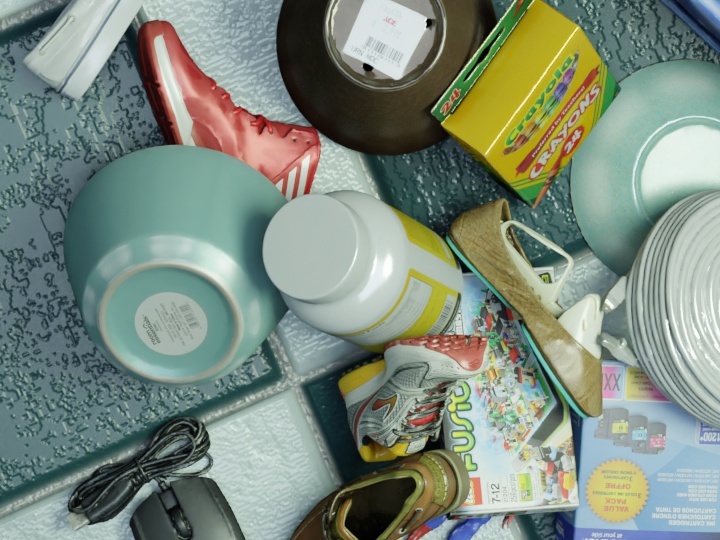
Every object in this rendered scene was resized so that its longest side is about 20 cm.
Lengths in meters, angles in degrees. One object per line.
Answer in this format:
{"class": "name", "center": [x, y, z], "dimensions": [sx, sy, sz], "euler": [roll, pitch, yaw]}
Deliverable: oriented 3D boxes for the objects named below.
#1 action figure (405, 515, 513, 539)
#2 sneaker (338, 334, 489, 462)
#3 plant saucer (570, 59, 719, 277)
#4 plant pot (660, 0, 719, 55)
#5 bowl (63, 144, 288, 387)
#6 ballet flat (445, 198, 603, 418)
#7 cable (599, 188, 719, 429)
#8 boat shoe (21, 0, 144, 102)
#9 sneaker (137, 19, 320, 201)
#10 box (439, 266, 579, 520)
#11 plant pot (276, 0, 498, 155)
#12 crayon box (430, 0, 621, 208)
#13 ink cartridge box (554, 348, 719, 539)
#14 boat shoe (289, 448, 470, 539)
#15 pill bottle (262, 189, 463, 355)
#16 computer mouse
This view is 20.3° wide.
{"class": "action figure", "center": [0.107, 0.182, 1.708], "dimensions": [0.065, 0.052, 0.201], "euler": [38, 89, -5]}
{"class": "sneaker", "center": [0.049, 0.102, 1.615], "dimensions": [0.077, 0.200, 0.083], "euler": [-3, 73, -24]}
{"class": "plant saucer", "center": [0.278, -0.076, 1.699], "dimensions": [0.199, 0.039, 0.203], "euler": [-1, 97, -6]}
{"class": "plant pot", "center": [0.359, -0.244, 1.617], "dimensions": [0.199, 0.180, 0.201], "euler": [38, 91, -8]}
{"class": "bowl", "center": [-0.145, 0.012, 1.594], "dimensions": [0.198, 0.105, 0.203], "euler": [1, 122, 2]}
{"class": "ballet flat", "center": [0.152, 0.023, 1.636], "dimensions": [0.072, 0.068, 0.201], "euler": [-40, 75, 14]}
{"class": "cable", "center": [0.310, 0.030, 1.636], "dimensions": [0.200, 0.069, 0.201], "euler": [39, 67, -14]}
{"class": "boat shoe", "center": [-0.202, -0.235, 1.616], "dimensions": [0.065, 0.074, 0.201], "euler": [31, 91, -12]}
{"class": "sneaker", "center": [-0.103, -0.125, 1.647], "dimensions": [0.115, 0.078, 0.202], "euler": [-23, 110, -11]}
{"class": "box", "center": [0.117, 0.102, 1.671], "dimensions": [0.109, 0.035, 0.202], "euler": [-4, 77, -4]}
{"class": "plant pot", "center": [0.020, -0.182, 1.569], "dimensions": [0.185, 0.200, 0.189], "euler": [0, 94, 1]}
{"class": "crayon box", "center": [0.134, -0.134, 1.598], "dimensions": [0.051, 0.200, 0.127], "euler": [37, 92, 23]}
{"class": "ink cartridge box", "center": [0.240, 0.171, 1.706], "dimensions": [0.135, 0.076, 0.202], "euler": [2, 98, -6]}
{"class": "boat shoe", "center": [-0.003, 0.202, 1.644], "dimensions": [0.200, 0.068, 0.072], "euler": [-40, 70, 32]}
{"class": "pill bottle", "center": [0.000, 0.000, 1.588], "dimensions": [0.111, 0.200, 0.113], "euler": [-5, 77, 22]}
{"class": "computer mouse", "center": [-0.143, 0.238, 1.684], "dimensions": [0.138, 0.053, 0.201], "euler": [-33, 98, -2]}
